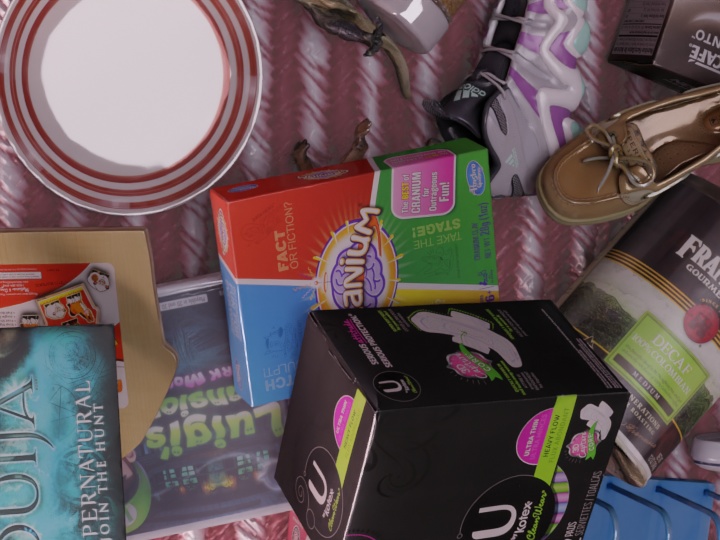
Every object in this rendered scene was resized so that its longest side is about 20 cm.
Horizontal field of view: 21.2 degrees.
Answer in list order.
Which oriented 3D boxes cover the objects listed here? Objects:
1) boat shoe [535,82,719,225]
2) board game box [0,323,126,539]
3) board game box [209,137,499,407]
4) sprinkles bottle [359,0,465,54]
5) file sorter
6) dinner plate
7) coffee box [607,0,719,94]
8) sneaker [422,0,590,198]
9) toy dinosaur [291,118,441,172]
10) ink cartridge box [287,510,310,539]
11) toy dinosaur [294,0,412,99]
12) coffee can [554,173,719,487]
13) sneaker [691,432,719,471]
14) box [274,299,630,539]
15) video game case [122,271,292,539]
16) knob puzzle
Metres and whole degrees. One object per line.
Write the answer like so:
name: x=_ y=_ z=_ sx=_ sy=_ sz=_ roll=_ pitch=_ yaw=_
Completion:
boat shoe: x=0.222 y=-0.097 z=1.433 sx=0.199 sy=0.063 sz=0.074 roll=-26 pitch=79 yaw=-11
board game box: x=-0.225 y=0.138 z=1.281 sx=0.134 sy=0.028 sz=0.202 roll=-2 pitch=82 yaw=-21
board game box: x=0.000 y=0.000 z=1.372 sx=0.198 sy=0.040 sz=0.154 roll=-13 pitch=109 yaw=-19
sprinkles bottle: x=0.083 y=-0.258 z=1.443 sx=0.068 sy=0.068 sz=0.200 roll=41 pitch=82 yaw=-20
file sorter: x=0.209 y=0.242 z=1.521 sx=0.198 sy=0.123 sz=0.140 roll=6 pitch=95 yaw=-21
dinner plate: x=-0.168 y=-0.141 z=1.390 sx=0.198 sy=0.024 sz=0.202 roll=-3 pitch=98 yaw=-21
coffee box: x=0.287 y=-0.237 z=1.513 sx=0.112 sy=0.080 sz=0.202 roll=18 pitch=90 yaw=-22
sneaker: x=0.101 y=-0.147 z=1.444 sx=0.139 sy=0.078 sz=0.202 roll=-13 pitch=100 yaw=-33
toy dinosaur: x=-0.002 y=-0.029 z=1.436 sx=0.135 sy=0.086 sz=0.200 roll=42 pitch=87 yaw=-26
ink cartridge box: x=-0.007 y=0.278 z=1.433 sx=0.082 sy=0.146 sz=0.202 roll=4 pitch=96 yaw=-17
toy dinosaur: x=-0.018 y=-0.192 z=1.403 sx=0.200 sy=0.088 sz=0.048 roll=39 pitch=83 yaw=-20
coffee can: x=0.229 y=0.045 z=1.491 sx=0.200 sy=0.146 sz=0.146 roll=-47 pitch=109 yaw=-8
sneaker: x=0.361 y=0.178 z=1.594 sx=0.198 sy=0.073 sz=0.071 roll=11 pitch=90 yaw=-21
box: x=0.060 y=0.116 z=1.346 sx=0.198 sy=0.124 sz=0.150 roll=-1 pitch=122 yaw=-26
video game case: x=-0.149 y=0.103 z=1.399 sx=0.198 sy=0.023 sz=0.183 roll=-11 pitch=101 yaw=-3
knob puzzle: x=-0.223 y=0.063 z=1.359 sx=0.218 sy=0.030 sz=0.222 roll=2 pitch=110 yaw=6
